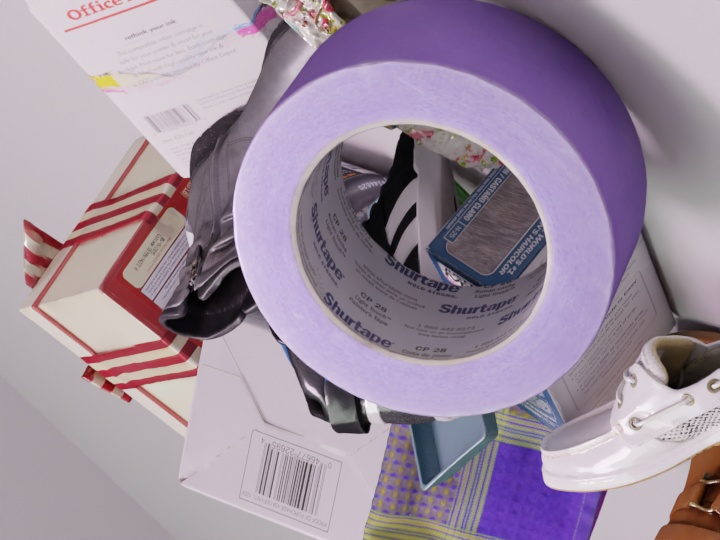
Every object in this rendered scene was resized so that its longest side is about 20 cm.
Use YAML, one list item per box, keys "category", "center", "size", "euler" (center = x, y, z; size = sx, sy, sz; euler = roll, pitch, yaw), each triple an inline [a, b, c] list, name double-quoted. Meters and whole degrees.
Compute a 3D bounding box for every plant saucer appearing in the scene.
- category: "plant saucer"
  center: [0.044, 0.029, 1.696]
  size: [0.019, 0.200, 0.070]
  euler: [10, 143, -32]

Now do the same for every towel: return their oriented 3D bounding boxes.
- category: "towel"
  center: [0.085, 0.117, 1.739]
  size: [0.143, 0.200, 0.023]
  euler: [16, -171, -5]

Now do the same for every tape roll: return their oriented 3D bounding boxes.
- category: "tape roll"
  center: [0.041, -0.032, 1.447]
  size: [0.200, 0.200, 0.085]
  euler: [39, -149, -4]

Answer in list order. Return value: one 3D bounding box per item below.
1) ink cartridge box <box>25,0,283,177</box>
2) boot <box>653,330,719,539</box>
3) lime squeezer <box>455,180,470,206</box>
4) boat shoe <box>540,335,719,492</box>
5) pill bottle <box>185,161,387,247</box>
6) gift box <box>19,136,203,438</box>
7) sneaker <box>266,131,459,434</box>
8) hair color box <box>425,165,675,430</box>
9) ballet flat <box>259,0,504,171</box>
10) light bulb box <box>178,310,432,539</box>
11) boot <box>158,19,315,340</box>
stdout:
- category: "ink cartridge box"
  center: [-0.105, -0.150, 1.612]
  size: [0.116, 0.068, 0.200]
  euler: [-16, 136, 28]
- category: "boot"
  center: [0.203, 0.123, 1.640]
  size: [0.200, 0.155, 0.074]
  euler: [21, 159, 51]
- category: "lime squeezer"
  center: [0.114, 0.012, 1.756]
  size: [0.200, 0.038, 0.071]
  euler: [43, 166, -26]
- category: "boat shoe"
  center: [0.178, 0.066, 1.590]
  size: [0.200, 0.071, 0.069]
  euler: [-23, 109, 31]
- category: "pill bottle"
  center: [-0.021, -0.019, 1.857]
  size: [0.106, 0.106, 0.200]
  euler: [47, 164, -34]
- category: "gift box"
  center: [-0.125, -0.007, 2.032]
  size: [0.200, 0.185, 0.187]
  euler: [43, 158, -14]
- category: "sneaker"
  center: [0.000, 0.000, 1.633]
  size: [0.112, 0.200, 0.073]
  euler: [-8, 144, 10]
- category: "hair color box"
  center: [0.112, 0.009, 1.616]
  size: [0.060, 0.100, 0.200]
  euler: [34, 166, 28]
- category: "ballet flat"
  center: [0.016, -0.126, 1.486]
  size: [0.200, 0.076, 0.064]
  euler: [38, 148, -15]
- category: "light bulb box"
  center: [0.022, 0.104, 1.884]
  size: [0.198, 0.125, 0.200]
  euler: [18, -168, 34]
- category: "boot"
  center: [-0.043, -0.050, 1.565]
  size: [0.070, 0.132, 0.200]
  euler: [20, 139, -15]
